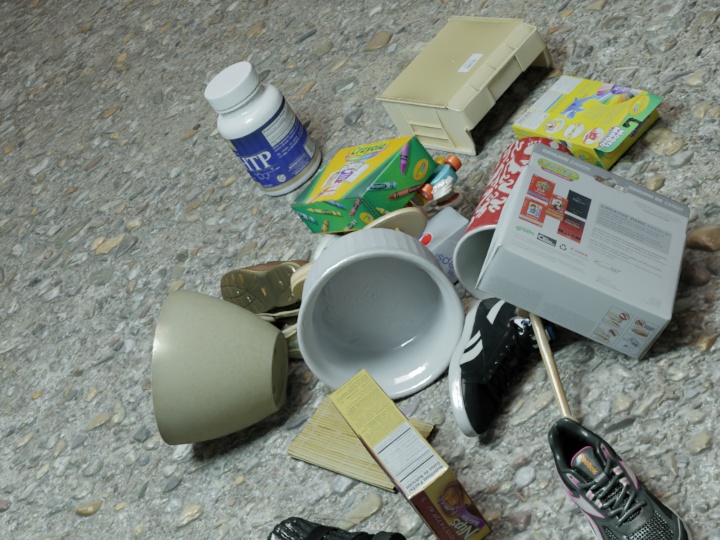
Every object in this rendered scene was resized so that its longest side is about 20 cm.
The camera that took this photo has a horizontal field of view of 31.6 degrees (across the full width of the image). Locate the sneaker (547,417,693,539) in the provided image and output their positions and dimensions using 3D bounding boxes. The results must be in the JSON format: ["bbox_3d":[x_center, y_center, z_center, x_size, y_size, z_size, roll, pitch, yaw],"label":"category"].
[{"bbox_3d":[0.233,0.213,1.218,0.080,0.087,0.200,-41,33,-5],"label":"sneaker"}]

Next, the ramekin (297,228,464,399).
[{"bbox_3d":[0.021,0.047,1.536,0.199,0.201,0.098,-30,24,9],"label":"ramekin"}]

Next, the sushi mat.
[{"bbox_3d":[-0.001,0.204,1.519,0.199,0.012,0.096,9,52,48],"label":"sushi mat"}]

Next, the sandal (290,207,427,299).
[{"bbox_3d":[0.003,0.002,1.617,0.211,0.077,0.070,-29,50,24],"label":"sandal"}]

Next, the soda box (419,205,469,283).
[{"bbox_3d":[0.066,0.007,1.661,0.199,0.064,0.068,-38,30,-5],"label":"soda box"}]

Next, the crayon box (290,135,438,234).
[{"bbox_3d":[0.002,-0.113,1.715,0.119,0.058,0.199,-49,22,-22],"label":"crayon box"}]

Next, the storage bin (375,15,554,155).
[{"bbox_3d":[0.160,-0.283,1.921,0.200,0.094,0.198,-48,35,-19],"label":"storage bin"}]

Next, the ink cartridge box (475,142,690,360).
[{"bbox_3d":[0.250,-0.025,1.407,0.084,0.198,0.176,113,-179,-51],"label":"ink cartridge box"}]

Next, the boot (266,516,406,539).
[{"bbox_3d":[-0.052,0.349,1.315,0.157,0.080,0.211,-1,35,33],"label":"boot"}]

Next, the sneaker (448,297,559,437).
[{"bbox_3d":[0.168,0.095,1.444,0.111,0.073,0.201,-16,37,27],"label":"sneaker"}]

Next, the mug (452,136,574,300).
[{"bbox_3d":[0.221,-0.055,1.572,0.134,0.176,0.201,113,-179,-45],"label":"mug"}]

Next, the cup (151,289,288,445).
[{"bbox_3d":[-0.172,0.128,1.642,0.142,0.202,0.201,2,42,9],"label":"cup"}]

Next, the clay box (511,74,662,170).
[{"bbox_3d":[0.310,-0.199,1.713,0.115,0.048,0.200,-44,34,-13],"label":"clay box"}]

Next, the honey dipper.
[{"bbox_3d":[0.202,0.091,1.394,0.038,0.038,0.202,-23,60,19],"label":"honey dipper"}]

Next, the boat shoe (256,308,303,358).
[{"bbox_3d":[-0.131,0.087,1.742,0.199,0.065,0.072,-9,41,36],"label":"boat shoe"}]

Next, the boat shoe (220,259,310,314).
[{"bbox_3d":[-0.126,0.022,1.832,0.067,0.073,0.199,-18,6,-42],"label":"boat shoe"}]

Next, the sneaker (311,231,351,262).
[{"bbox_3d":[0.003,-0.036,1.767,0.087,0.076,0.201,6,55,37],"label":"sneaker"}]

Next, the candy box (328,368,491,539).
[{"bbox_3d":[0.051,0.204,1.359,0.056,0.117,0.200,-36,37,-5],"label":"candy box"}]

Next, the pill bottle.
[{"bbox_3d":[-0.161,-0.231,2.052,0.119,0.201,0.120,-24,33,17],"label":"pill bottle"}]

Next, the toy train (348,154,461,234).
[{"bbox_3d":[0.060,-0.072,1.693,0.199,0.056,0.151,-30,23,27],"label":"toy train"}]
